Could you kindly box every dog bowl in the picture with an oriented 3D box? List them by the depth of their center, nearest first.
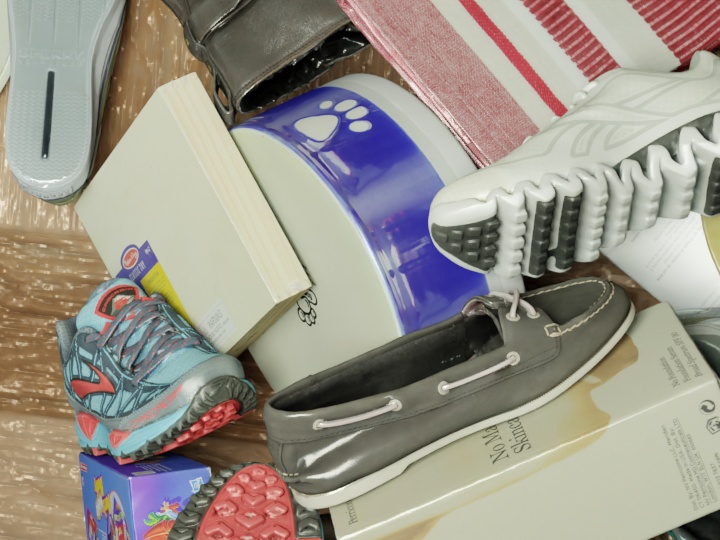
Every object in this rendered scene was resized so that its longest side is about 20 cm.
[{"bbox_3d":[0.000,0.000,1.377,0.079,0.200,0.200,-25,84,-26],"label":"dog bowl"}]

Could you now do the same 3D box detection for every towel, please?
[{"bbox_3d":[0.104,-0.144,1.372,0.200,0.023,0.144,-35,80,-24],"label":"towel"}]

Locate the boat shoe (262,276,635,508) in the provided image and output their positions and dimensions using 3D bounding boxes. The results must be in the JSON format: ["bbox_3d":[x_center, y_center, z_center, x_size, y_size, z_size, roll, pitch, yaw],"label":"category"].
[{"bbox_3d":[0.044,0.047,1.257,0.200,0.067,0.057,-29,115,-12],"label":"boat shoe"}]

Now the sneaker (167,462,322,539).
[{"bbox_3d":[-0.060,0.197,1.295,0.079,0.096,0.200,2,63,1],"label":"sneaker"}]

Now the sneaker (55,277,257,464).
[{"bbox_3d":[-0.128,0.053,1.426,0.079,0.200,0.096,-24,97,-25],"label":"sneaker"}]

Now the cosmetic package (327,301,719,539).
[{"bbox_3d":[0.085,0.099,1.272,0.200,0.105,0.071,-24,113,0],"label":"cosmetic package"}]

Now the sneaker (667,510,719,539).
[{"bbox_3d":[0.240,0.104,1.338,0.200,0.121,0.084,-16,106,18],"label":"sneaker"}]

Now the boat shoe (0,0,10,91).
[{"bbox_3d":[-0.237,-0.179,1.524,0.073,0.062,0.200,5,108,-22],"label":"boat shoe"}]

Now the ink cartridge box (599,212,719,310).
[{"bbox_3d":[0.151,-0.059,1.408,0.200,0.039,0.099,42,104,11],"label":"ink cartridge box"}]

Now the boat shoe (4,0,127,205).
[{"bbox_3d":[-0.174,-0.135,1.492,0.072,0.062,0.200,9,77,-2],"label":"boat shoe"}]

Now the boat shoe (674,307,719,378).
[{"bbox_3d":[0.133,0.059,1.397,0.202,0.065,0.074,-16,106,41],"label":"boat shoe"}]

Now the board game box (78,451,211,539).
[{"bbox_3d":[-0.116,0.171,1.425,0.045,0.200,0.135,-6,92,-14],"label":"board game box"}]

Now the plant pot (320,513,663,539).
[{"bbox_3d":[0.047,0.209,1.384,0.198,0.200,0.200,-3,92,25],"label":"plant pot"}]

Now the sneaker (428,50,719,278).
[{"bbox_3d":[0.119,-0.056,1.300,0.200,0.075,0.081,-17,59,-20],"label":"sneaker"}]

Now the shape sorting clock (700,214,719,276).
[{"bbox_3d":[0.278,-0.038,1.348,0.200,0.039,0.200,0,75,0],"label":"shape sorting clock"}]

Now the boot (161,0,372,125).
[{"bbox_3d":[-0.042,-0.184,1.406,0.200,0.069,0.174,-41,66,-13],"label":"boot"}]

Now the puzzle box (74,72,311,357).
[{"bbox_3d":[-0.097,-0.015,1.425,0.025,0.200,0.133,-27,84,-25],"label":"puzzle box"}]
